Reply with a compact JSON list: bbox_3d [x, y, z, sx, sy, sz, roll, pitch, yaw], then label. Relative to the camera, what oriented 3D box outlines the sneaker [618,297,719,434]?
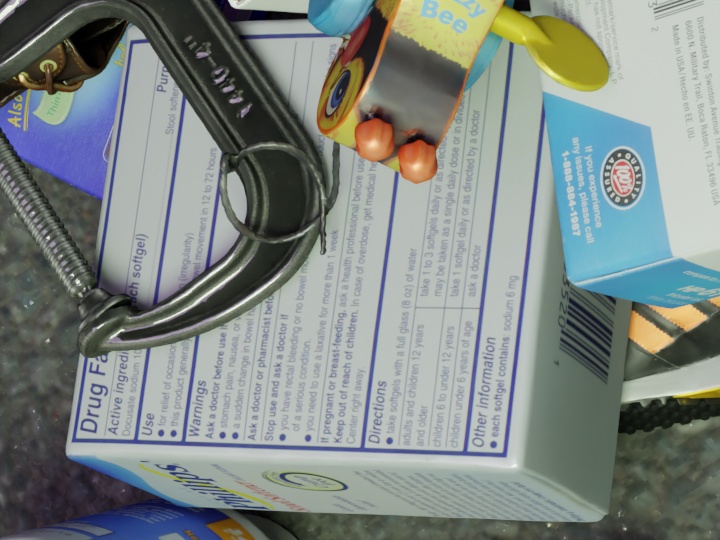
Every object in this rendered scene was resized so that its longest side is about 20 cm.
[{"bbox_3d":[0.135,0.012,1.185,0.200,0.070,0.090,-13,76,23],"label":"sneaker"}]

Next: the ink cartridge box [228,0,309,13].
[{"bbox_3d":[-0.013,-0.182,1.161,0.084,0.200,0.145,-35,79,22],"label":"ink cartridge box"}]

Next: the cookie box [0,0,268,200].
[{"bbox_3d":[-0.141,-0.146,1.288,0.200,0.075,0.171,28,104,20],"label":"cookie box"}]

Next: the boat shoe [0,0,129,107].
[{"bbox_3d":[-0.130,-0.111,1.205,0.200,0.070,0.070,-42,73,20],"label":"boat shoe"}]

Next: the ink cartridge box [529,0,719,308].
[{"bbox_3d":[0.169,-0.080,1.033,0.200,0.085,0.145,-16,73,33],"label":"ink cartridge box"}]

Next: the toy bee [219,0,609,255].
[{"bbox_3d":[0.025,-0.077,1.018,0.131,0.109,0.200,4,114,-10],"label":"toy bee"}]

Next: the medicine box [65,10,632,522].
[{"bbox_3d":[0.000,0.000,1.155,0.200,0.103,0.182,0,74,25],"label":"medicine box"}]

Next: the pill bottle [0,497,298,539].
[{"bbox_3d":[-0.092,0.154,1.215,0.112,0.200,0.112,2,94,25],"label":"pill bottle"}]

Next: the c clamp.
[{"bbox_3d":[-0.113,-0.043,1.143,0.171,0.027,0.200,-41,68,1],"label":"c clamp"}]
